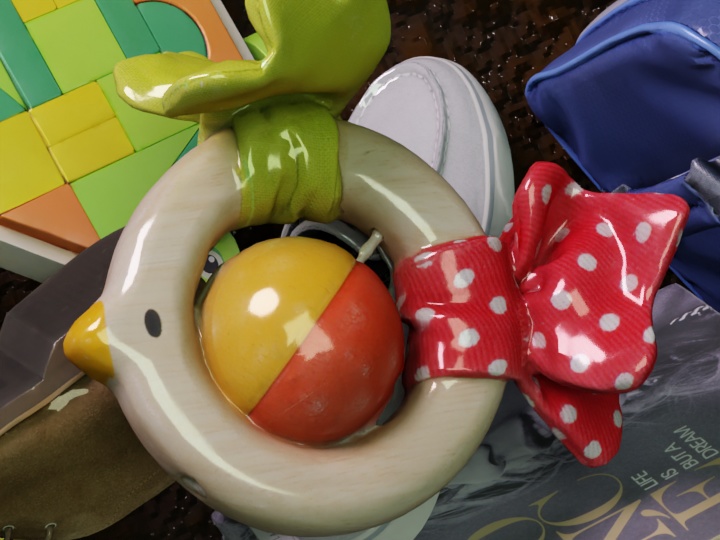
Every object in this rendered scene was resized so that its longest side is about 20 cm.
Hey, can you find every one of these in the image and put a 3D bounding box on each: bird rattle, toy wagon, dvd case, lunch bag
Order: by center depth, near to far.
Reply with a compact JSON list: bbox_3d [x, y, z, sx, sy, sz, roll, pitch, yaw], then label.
[{"bbox_3d":[-0.003,0.008,0.713,0.200,0.112,0.163,42,69,-15],"label":"bird rattle"},{"bbox_3d":[0.061,0.076,0.779,0.199,0.149,0.016,-26,119,-12],"label":"dvd case"},{"bbox_3d":[0.151,-0.059,0.783,0.136,0.200,0.132,44,78,-6],"label":"lunch bag"},{"bbox_3d":[-0.092,-0.054,0.798,0.155,0.040,0.201,-28,86,-31],"label":"toy wagon"}]

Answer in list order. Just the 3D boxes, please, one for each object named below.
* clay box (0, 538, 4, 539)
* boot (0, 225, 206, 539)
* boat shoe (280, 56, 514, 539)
[{"bbox_3d":[-0.206,0.080,0.774,0.199,0.048,0.115,-29,86,-15],"label":"clay box"},{"bbox_3d":[-0.123,0.072,0.737,0.199,0.074,0.076,-36,116,-8],"label":"boot"},{"bbox_3d":[0.000,0.000,0.787,0.072,0.069,0.201,-1,58,33],"label":"boat shoe"}]
